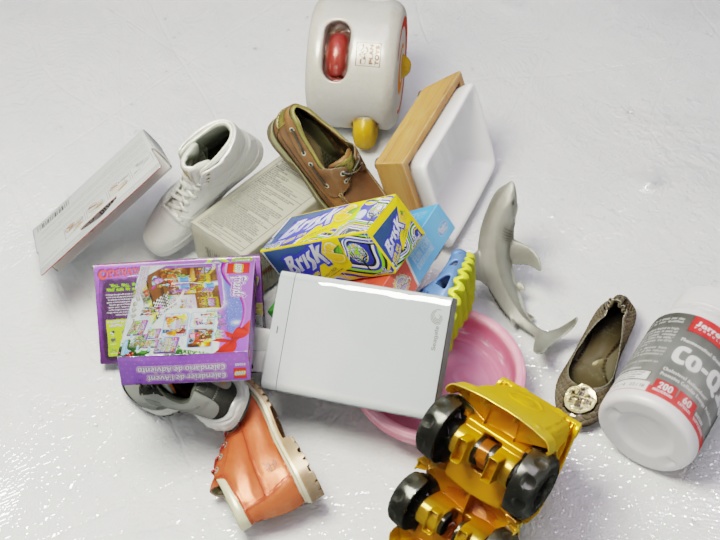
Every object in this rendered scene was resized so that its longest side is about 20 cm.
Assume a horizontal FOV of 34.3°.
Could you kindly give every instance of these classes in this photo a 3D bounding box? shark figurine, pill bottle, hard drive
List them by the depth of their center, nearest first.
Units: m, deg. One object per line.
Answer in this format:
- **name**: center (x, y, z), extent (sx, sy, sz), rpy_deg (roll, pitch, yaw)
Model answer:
- **hard drive**: center (-0.003, 0.080, 1.268), extent (0.199, 0.027, 0.133), rpy_deg (9, 86, 18)
- **pill bottle**: center (0.358, 0.115, 1.299), extent (0.114, 0.114, 0.200), rpy_deg (25, 53, 24)
- **shark figurine**: center (0.168, 0.016, 1.421), extent (0.089, 0.128, 0.215), rpy_deg (-6, 70, -34)

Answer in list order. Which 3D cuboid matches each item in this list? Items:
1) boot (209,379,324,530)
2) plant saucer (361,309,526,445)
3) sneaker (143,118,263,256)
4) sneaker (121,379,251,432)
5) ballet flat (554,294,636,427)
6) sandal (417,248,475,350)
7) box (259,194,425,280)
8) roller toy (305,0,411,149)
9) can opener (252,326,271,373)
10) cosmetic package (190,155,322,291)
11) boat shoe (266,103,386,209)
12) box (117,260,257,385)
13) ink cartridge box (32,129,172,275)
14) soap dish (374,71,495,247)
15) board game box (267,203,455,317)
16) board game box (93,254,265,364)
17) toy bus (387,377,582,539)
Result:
- **boot**: center (-0.130, 0.193, 1.280), extent (0.107, 0.075, 0.200), rpy_deg (-30, 46, -8)
- **plant saucer**: center (0.089, 0.127, 1.344), extent (0.200, 0.051, 0.201), rpy_deg (-1, 46, 1)
- **sneaker**: center (-0.217, -0.109, 1.464), extent (0.074, 0.116, 0.200), rpy_deg (43, 92, 17)
- **sneaker**: center (-0.207, 0.123, 1.304), extent (0.200, 0.079, 0.074), rpy_deg (5, 65, 46)
- **ballet flat**: center (0.278, 0.099, 1.364), extent (0.067, 0.046, 0.200), rpy_deg (19, 50, 20)
- **sandal**: center (0.076, 0.047, 1.337), extent (0.087, 0.080, 0.200), rpy_deg (14, 47, 20)
- **box**: center (-0.025, -0.031, 1.360), extent (0.200, 0.064, 0.070), rpy_deg (-9, 35, 49)
- **roller toy**: center (0.002, -0.291, 1.651), extent (0.139, 0.183, 0.201), rpy_deg (5, 47, 6)
- **can opener**: center (-0.084, 0.097, 1.338), extent (0.199, 0.066, 0.053), rpy_deg (6, 74, 20)
- **cosmetic package**: center (-0.110, -0.065, 1.508), extent (0.103, 0.087, 0.200), rpy_deg (32, 57, 30)
- **boat shoe**: center (-0.030, -0.124, 1.453), extent (0.200, 0.068, 0.072), rpy_deg (41, 60, -12)
- **box**: center (-0.186, 0.054, 1.289), extent (0.136, 0.039, 0.200), rpy_deg (-3, 29, -1)
- **ink cartridge box**: center (-0.320, -0.077, 1.461), extent (0.200, 0.044, 0.174), rpy_deg (-42, 29, 1)
- **soap dish**: center (0.099, -0.140, 1.532), extent (0.081, 0.158, 0.200), rpy_deg (5, 45, 30)
- **board game box**: center (0.000, 0.000, 1.400), extent (0.200, 0.040, 0.153), rpy_deg (-13, 32, 44)
- **board game box**: center (-0.214, 0.046, 1.397), extent (0.199, 0.121, 0.032), rpy_deg (-3, 8, -1)
- **toy bus**: center (0.140, 0.212, 1.206), extent (0.135, 0.201, 0.192), rpy_deg (30, 19, 26)
